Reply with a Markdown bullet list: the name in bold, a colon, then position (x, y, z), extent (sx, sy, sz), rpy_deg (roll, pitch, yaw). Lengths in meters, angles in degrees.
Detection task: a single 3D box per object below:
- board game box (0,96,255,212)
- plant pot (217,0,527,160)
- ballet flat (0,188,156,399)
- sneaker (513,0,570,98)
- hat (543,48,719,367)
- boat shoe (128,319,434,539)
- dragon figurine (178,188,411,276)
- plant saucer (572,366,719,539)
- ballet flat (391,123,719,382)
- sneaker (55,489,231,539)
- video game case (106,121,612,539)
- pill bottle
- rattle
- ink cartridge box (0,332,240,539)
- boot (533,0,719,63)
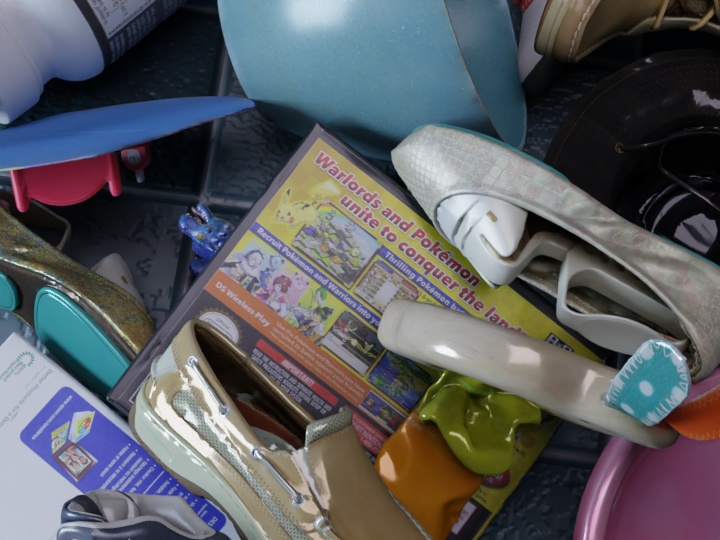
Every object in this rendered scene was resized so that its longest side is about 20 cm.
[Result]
- **board game box**: position (-0.149, -0.055, 0.916), extent (0.157, 0.200, 0.039), rpy_deg (1, 107, 37)
- **plant pot**: position (-0.001, -0.146, 0.956), extent (0.134, 0.200, 0.201), rpy_deg (-14, 67, 16)
- **ballet flat**: position (-0.167, 0.006, 0.945), extent (0.199, 0.071, 0.071), rpy_deg (32, 70, 12)
- **sneaker**: position (0.106, -0.202, 1.022), extent (0.108, 0.067, 0.202), rpy_deg (32, 63, -6)
- **hat**: position (0.182, -0.021, 0.956), extent (0.199, 0.081, 0.202), rpy_deg (4, 63, -8)
- **boat shoe**: position (-0.023, 0.099, 0.813), extent (0.200, 0.076, 0.072), rpy_deg (36, 27, 13)
- **dragon figurine**: position (0.000, 0.000, 0.951), extent (0.199, 0.059, 0.100), rpy_deg (25, 69, 6)
- **plant saucer**: position (0.194, 0.148, 0.871), extent (0.199, 0.051, 0.202), rpy_deg (2, 84, -18)
- **ballet flat**: position (0.097, -0.009, 0.854), extent (0.199, 0.068, 0.062), rpy_deg (26, 54, 9)
- **sneaker**: position (-0.140, 0.186, 0.818), extent (0.201, 0.077, 0.147), rpy_deg (-21, 96, 7)
- **video game case**: position (0.001, 0.055, 0.899), extent (0.200, 0.026, 0.181), rpy_deg (38, 85, -3)
- **pill bottle**: position (-0.158, -0.183, 0.994), extent (0.116, 0.117, 0.200), rpy_deg (43, 72, 15)
- **rattle**: position (0.081, 0.090, 0.794), extent (0.199, 0.130, 0.143), rpy_deg (20, 70, 44)
- **ink cartridge box**: position (-0.140, 0.131, 0.905), extent (0.200, 0.039, 0.100), rpy_deg (38, 72, 15)
- **boot**: position (0.201, -0.142, 0.941), extent (0.155, 0.073, 0.200), rpy_deg (38, 50, 15)
